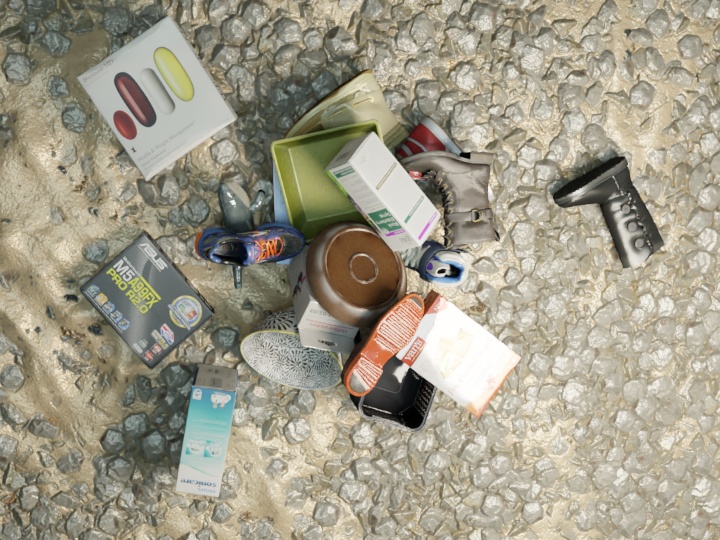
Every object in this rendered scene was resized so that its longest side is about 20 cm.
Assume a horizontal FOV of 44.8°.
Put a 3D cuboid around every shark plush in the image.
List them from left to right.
[{"bbox_3d":[-0.239,-0.069,1.599,0.089,0.083,0.203,16,111,10],"label":"shark plush"}]

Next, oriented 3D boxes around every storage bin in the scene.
[{"bbox_3d":[0.073,0.178,1.614,0.133,0.094,0.203,18,94,-14],"label":"storage bin"}]

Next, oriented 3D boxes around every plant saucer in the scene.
[{"bbox_3d":[-0.045,-0.165,1.578,0.196,0.048,0.203,-11,116,4],"label":"plant saucer"},{"bbox_3d":[0.000,0.000,1.534,0.197,0.032,0.204,9,66,-21],"label":"plant saucer"}]

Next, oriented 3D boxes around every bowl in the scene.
[{"bbox_3d":[-0.116,0.131,1.624,0.198,0.201,0.095,24,54,-10],"label":"bowl"}]

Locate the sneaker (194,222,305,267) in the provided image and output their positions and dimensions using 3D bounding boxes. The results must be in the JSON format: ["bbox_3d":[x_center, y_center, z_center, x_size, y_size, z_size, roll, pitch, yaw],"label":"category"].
[{"bbox_3d":[-0.190,-0.036,1.542,0.196,0.078,0.077,-8,112,-17],"label":"sneaker"}]

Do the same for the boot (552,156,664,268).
[{"bbox_3d":[0.484,-0.094,1.701,0.163,0.066,0.202,-28,106,0],"label":"boot"}]

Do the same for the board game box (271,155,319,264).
[{"bbox_3d":[-0.113,-0.114,1.638,0.101,0.019,0.204,-2,100,-6],"label":"board game box"}]

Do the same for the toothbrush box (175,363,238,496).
[{"bbox_3d":[-0.283,0.293,1.622,0.084,0.146,0.204,9,100,-8],"label":"toothbrush box"}]

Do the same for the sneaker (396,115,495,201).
[{"bbox_3d":[0.154,-0.178,1.635,0.112,0.071,0.200,-44,94,-2],"label":"sneaker"}]

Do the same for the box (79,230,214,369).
[{"bbox_3d":[-0.393,0.055,1.618,0.160,0.044,0.201,-39,102,1],"label":"box"}]

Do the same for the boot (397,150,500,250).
[{"bbox_3d":[0.159,-0.125,1.572,0.196,0.069,0.178,0,95,-8],"label":"boot"}]

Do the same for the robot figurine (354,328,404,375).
[{"bbox_3d":[0.058,0.127,1.682,0.143,0.058,0.202,-28,103,-3],"label":"robot figurine"}]

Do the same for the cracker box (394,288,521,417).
[{"bbox_3d":[0.168,0.147,1.552,0.199,0.058,0.135,36,90,-14],"label":"cracker box"}]

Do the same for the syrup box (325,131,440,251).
[{"bbox_3d":[0.041,-0.133,1.510,0.200,0.078,0.082,49,60,-21],"label":"syrup box"}]

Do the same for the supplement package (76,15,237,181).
[{"bbox_3d":[-0.345,-0.297,1.512,0.190,0.147,0.201,-34,103,0],"label":"supplement package"}]

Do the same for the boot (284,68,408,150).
[{"bbox_3d":[-0.025,-0.250,1.602,0.199,0.073,0.157,-36,104,-3],"label":"boot"}]

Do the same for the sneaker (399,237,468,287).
[{"bbox_3d":[0.108,-0.030,1.616,0.197,0.146,0.082,22,96,-11],"label":"sneaker"}]

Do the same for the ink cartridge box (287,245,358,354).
[{"bbox_3d":[-0.058,0.051,1.569,0.113,0.202,0.068,12,127,-23],"label":"ink cartridge box"}]

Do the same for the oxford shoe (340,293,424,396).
[{"bbox_3d":[0.031,0.117,1.503,0.071,0.072,0.201,42,85,-23],"label":"oxford shoe"}]
